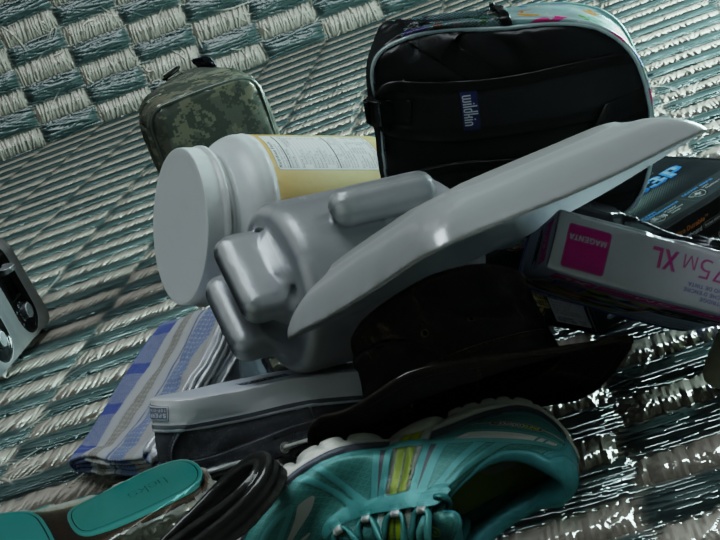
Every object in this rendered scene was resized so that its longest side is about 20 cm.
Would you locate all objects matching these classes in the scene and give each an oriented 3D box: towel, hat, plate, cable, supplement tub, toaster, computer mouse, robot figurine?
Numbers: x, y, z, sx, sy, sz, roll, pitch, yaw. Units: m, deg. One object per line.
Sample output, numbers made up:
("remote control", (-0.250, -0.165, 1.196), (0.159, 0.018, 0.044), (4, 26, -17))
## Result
("towel", (-0.144, 0.084, 1.074), (0.147, 0.024, 0.200), (-60, 19, -21))
("hat", (0.056, 0.044, 0.873), (0.199, 0.081, 0.201), (-14, -18, -5))
("plate", (0.068, -0.029, 0.844), (0.199, 0.032, 0.199), (-24, -4, -30))
("cable", (-0.113, 0.180, 0.785), (0.200, 0.050, 0.097), (-44, 12, -20))
("supplement tub", (-0.053, -0.037, 1.189), (0.199, 0.146, 0.144), (-2, 6, -27))
("toaster", (-0.446, 0.062, 1.532), (0.199, 0.119, 0.181), (-18, 16, 14))
("computer mouse", (0.187, -0.021, 1.002), (0.199, 0.034, 0.059), (14, 10, 8))
("robot figurine", (0.000, 0.000, 0.982), (0.199, 0.113, 0.170), (-12, -32, -26))

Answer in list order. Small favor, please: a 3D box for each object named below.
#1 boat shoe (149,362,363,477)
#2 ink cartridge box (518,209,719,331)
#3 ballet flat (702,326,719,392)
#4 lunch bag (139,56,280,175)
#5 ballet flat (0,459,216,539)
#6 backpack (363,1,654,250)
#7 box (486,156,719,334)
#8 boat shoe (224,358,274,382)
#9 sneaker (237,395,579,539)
("boat shoe", (-0.039, 0.102, 0.977), (0.199, 0.068, 0.072), (-8, 3, -25))
("ink cartridge box", (0.161, 0.004, 0.903), (0.118, 0.042, 0.200), (15, -2, 1))
("ballet flat", (0.272, 0.002, 0.893), (0.199, 0.070, 0.069), (-31, 18, -28))
("lunch bag", (-0.158, -0.122, 1.608), (0.139, 0.201, 0.168), (-24, 17, -12))
("ballet flat", (-0.175, 0.174, 0.887), (0.199, 0.072, 0.072), (-15, 14, -17))
("backpack", (0.114, -0.109, 1.085), (0.198, 0.179, 0.151), (-6, 20, 10))
("box", (0.195, -0.024, 1.110), (0.199, 0.046, 0.159), (-29, 18, -23))
("boat shoe", (-0.099, 0.090, 1.103), (0.065, 0.074, 0.200), (-26, 6, 0))
("sneaker", (0.024, 0.127, 0.802), (0.199, 0.078, 0.080), (-23, 25, -4))
